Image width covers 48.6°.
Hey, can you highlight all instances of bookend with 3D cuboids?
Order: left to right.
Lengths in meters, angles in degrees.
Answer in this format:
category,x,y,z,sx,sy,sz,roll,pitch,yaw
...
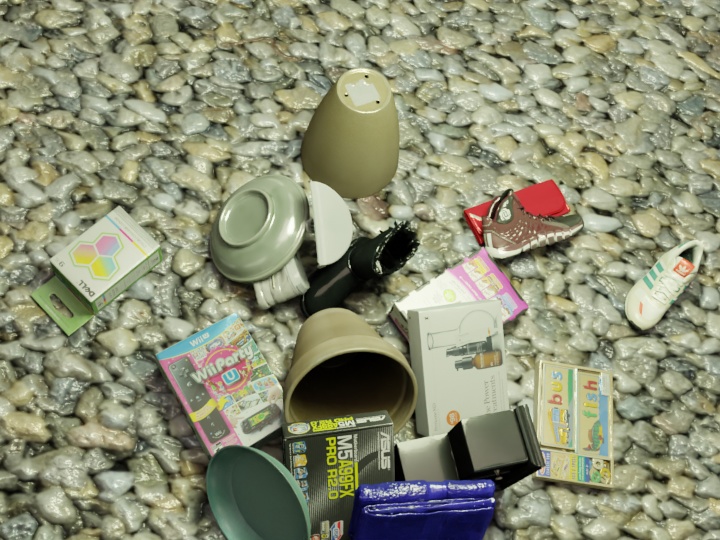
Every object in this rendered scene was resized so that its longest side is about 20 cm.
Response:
category,x,y,z,sx,sy,sz,roll,pitch,yaw
bookend,0.142,0.285,1.189,0.198,0.200,0.093,-8,67,-13

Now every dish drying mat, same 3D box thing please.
category,x,y,z,sx,sy,sz,roll,pitch,yaw
dish drying mat,0.294,-0.111,1.490,0.199,0.018,0.077,-20,70,-16

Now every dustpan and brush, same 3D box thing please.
category,x,y,z,sx,sy,sz,roll,pitch,yaw
dustpan and brush,-0.043,-0.074,1.339,0.057,0.200,0.140,-8,87,31

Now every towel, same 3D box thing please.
category,x,y,z,sx,sy,sz,roll,pitch,yaw
towel,0.086,0.358,1.137,0.199,0.148,0.050,1,38,-9

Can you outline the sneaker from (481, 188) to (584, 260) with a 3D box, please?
category,x,y,z,sx,sy,sz,roll,pitch,yaw
sneaker,0.306,-0.099,1.433,0.199,0.076,0.116,-19,99,-16

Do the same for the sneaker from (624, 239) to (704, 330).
category,x,y,z,sx,sy,sz,roll,pitch,yaw
sneaker,0.547,0.018,1.427,0.070,0.093,0.200,40,66,10

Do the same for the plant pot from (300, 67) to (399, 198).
category,x,y,z,sx,sy,sz,roll,pitch,yaw
plant pot,-0.007,-0.257,1.411,0.186,0.200,0.188,3,66,-7

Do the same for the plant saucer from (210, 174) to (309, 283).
category,x,y,z,sx,sy,sz,roll,pitch,yaw
plant saucer,-0.181,-0.080,1.332,0.199,0.050,0.201,-13,62,25

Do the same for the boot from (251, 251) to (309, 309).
category,x,y,z,sx,sy,sz,roll,pitch,yaw
boot,-0.156,-0.028,1.357,0.095,0.074,0.201,-25,51,8

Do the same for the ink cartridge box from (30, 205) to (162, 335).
category,x,y,z,sx,sy,sz,roll,pitch,yaw
ink cartridge box,-0.435,-0.001,1.309,0.104,0.059,0.200,42,67,11

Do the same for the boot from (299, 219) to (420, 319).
category,x,y,z,sx,sy,sz,roll,pitch,yaw
boot,0.000,0.001,1.312,0.198,0.162,0.073,-47,108,-25

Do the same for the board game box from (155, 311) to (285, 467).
category,x,y,z,sx,sy,sz,roll,pitch,yaw
board game box,-0.211,0.190,1.255,0.147,0.064,0.200,-28,72,-19

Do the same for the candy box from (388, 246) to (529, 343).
category,x,y,z,sx,sy,sz,roll,pitch,yaw
candy box,0.167,0.069,1.366,0.199,0.061,0.137,-30,75,-20

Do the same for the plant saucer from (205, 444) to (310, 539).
category,x,y,z,sx,sy,sz,roll,pitch,yaw
plant saucer,-0.140,0.337,1.146,0.200,0.200,0.036,49,39,14

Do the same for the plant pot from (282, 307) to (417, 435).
category,x,y,z,sx,sy,sz,roll,pitch,yaw
plant pot,-0.030,0.153,1.227,0.199,0.201,0.174,-6,30,-11

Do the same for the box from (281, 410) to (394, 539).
category,x,y,z,sx,sy,sz,roll,pitch,yaw
box,-0.031,0.312,1.171,0.159,0.044,0.201,-4,109,-10

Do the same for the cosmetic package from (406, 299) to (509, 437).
category,x,y,z,sx,sy,sz,roll,pitch,yaw
cosmetic package,0.158,0.154,1.277,0.150,0.052,0.201,-7,93,-20

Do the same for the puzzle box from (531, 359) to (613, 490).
category,x,y,z,sx,sy,sz,roll,pitch,yaw
puzzle box,0.354,0.255,1.330,0.132,0.025,0.201,9,65,-4
